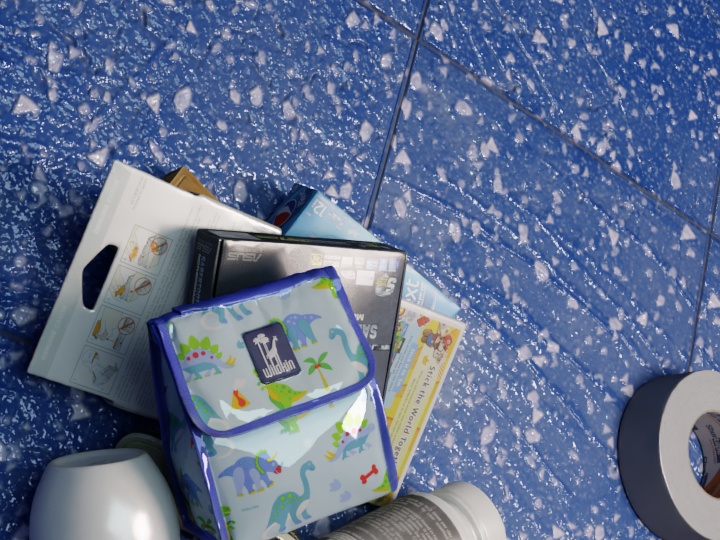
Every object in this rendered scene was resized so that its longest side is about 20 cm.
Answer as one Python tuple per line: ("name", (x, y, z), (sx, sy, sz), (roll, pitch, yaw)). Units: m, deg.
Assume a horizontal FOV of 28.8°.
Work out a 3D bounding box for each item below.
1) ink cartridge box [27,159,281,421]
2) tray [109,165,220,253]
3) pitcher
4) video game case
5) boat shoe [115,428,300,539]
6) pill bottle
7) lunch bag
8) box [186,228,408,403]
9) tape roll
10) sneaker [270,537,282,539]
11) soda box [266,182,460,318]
("ink cartridge box", (-0.183, 0.023, 1.232), (0.173, 0.044, 0.200), (24, 87, -29))
("tray", (-0.130, 0.007, 1.320), (0.200, 0.037, 0.099), (45, 56, -19))
("pitcher", (-0.194, 0.250, 1.176), (0.172, 0.121, 0.200), (-11, 97, -59))
("video game case", (-0.007, 0.115, 1.347), (0.182, 0.023, 0.200), (22, 91, -32))
("boat shoe", (-0.131, 0.194, 1.258), (0.199, 0.075, 0.066), (35, 32, -16))
("pill bottle", (0.038, 0.279, 1.333), (0.200, 0.113, 0.113), (-20, 92, -38))
("lunch bag", (-0.076, 0.111, 1.161), (0.170, 0.127, 0.200), (-17, 102, -25))
("box", (-0.060, 0.049, 1.253), (0.200, 0.051, 0.158), (5, 100, -33))
("tape roll", (0.395, 0.219, 1.648), (0.200, 0.066, 0.201), (9, 74, -34))
("sneaker", (-0.097, 0.308, 1.210), (0.202, 0.077, 0.146), (68, 34, -52))
("soda box", (0.000, 0.000, 1.388), (0.200, 0.068, 0.064), (38, 84, -24))
